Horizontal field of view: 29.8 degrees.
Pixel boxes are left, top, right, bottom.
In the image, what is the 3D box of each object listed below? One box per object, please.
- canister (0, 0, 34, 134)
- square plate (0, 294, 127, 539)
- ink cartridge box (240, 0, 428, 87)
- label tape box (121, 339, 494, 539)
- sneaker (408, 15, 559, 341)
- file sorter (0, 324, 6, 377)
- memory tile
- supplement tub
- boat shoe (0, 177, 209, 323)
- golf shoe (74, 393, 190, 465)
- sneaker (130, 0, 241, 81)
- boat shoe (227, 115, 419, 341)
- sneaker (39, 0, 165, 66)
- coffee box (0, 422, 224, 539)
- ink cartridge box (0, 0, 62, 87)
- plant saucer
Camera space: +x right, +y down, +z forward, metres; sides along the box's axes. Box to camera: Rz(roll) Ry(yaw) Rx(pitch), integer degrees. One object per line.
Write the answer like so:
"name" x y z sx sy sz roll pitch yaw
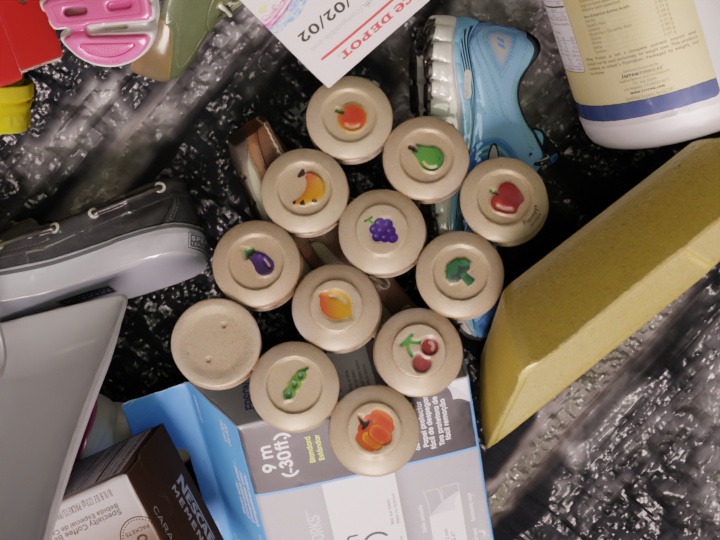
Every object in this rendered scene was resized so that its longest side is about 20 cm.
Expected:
"canister" -0.257 -0.181 0.752 0.148 0.087 0.200 2 102 -7
"square plate" -0.227 0.112 0.750 0.200 0.198 0.028 -14 132 24
"ink cartridge box" -0.016 -0.180 0.720 0.115 0.068 0.200 -40 142 9
"label tape box" -0.027 0.125 0.809 0.200 0.066 0.144 -13 121 -4
"sneaker" 0.080 -0.053 0.822 0.090 0.078 0.200 -3 104 -8
"file sorter" -0.314 0.032 0.734 0.200 0.139 0.125 -12 100 18
"memory tile" 0.000 0.000 0.755 0.153 0.017 0.200 29 81 5
"supplement tub" 0.168 -0.184 0.763 0.144 0.144 0.200 -20 105 0
"boat shoe" -0.189 -0.005 0.819 0.200 0.069 0.057 -15 70 5
"golf shoe" -0.170 0.171 0.856 0.091 0.075 0.200 13 113 -30
"sneaker" -0.059 -0.194 0.776 0.090 0.067 0.201 20 98 -5
"boat shoe" -0.010 -0.011 0.830 0.074 0.076 0.200 -32 113 -3
"sneaker" -0.157 -0.204 0.702 0.074 0.087 0.200 -23 104 10
"coffee box" -0.181 0.186 0.769 0.200 0.080 0.115 -24 99 12
"ink cartridge box" -0.242 -0.127 0.653 0.067 0.200 0.116 -11 105 28
"plant saucer" 0.143 0.007 0.781 0.200 0.200 0.048 -37 76 -12
